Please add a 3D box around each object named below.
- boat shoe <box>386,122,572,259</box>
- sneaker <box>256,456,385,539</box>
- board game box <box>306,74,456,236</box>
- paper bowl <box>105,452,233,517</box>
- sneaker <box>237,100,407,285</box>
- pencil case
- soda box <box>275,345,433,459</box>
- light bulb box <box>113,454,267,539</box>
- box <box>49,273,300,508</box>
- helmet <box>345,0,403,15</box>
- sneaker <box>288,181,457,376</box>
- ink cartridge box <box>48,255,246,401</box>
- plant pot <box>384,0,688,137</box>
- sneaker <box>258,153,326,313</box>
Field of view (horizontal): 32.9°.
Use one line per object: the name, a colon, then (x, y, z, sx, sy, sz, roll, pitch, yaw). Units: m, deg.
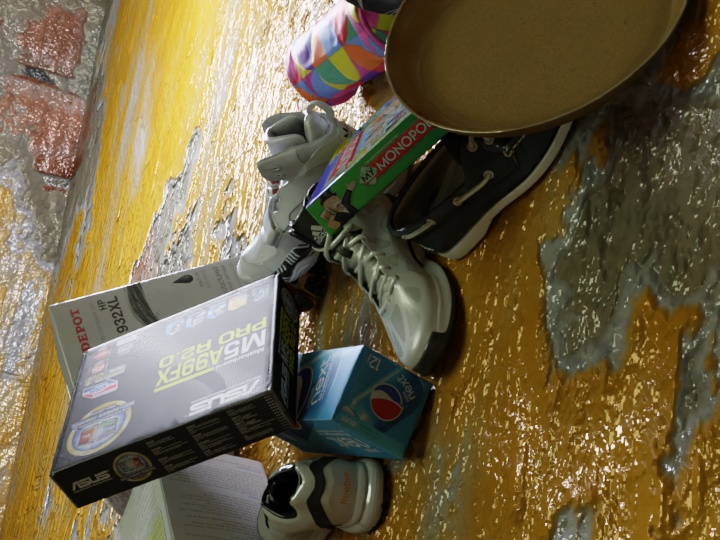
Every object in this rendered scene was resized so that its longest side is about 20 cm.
boat shoe: (0.085, -0.081, 0.866, 0.076, 0.060, 0.200, -98, 31, -44)
sneaker: (-0.053, 0.189, 1.015, 0.200, 0.080, 0.074, 139, 138, -57)
board game box: (0.027, -0.103, 0.903, 0.134, 0.029, 0.200, -41, 10, 14)
paper bowl: (-0.205, 0.162, 1.288, 0.104, 0.201, 0.201, -18, 48, 15)
sneaker: (-0.063, -0.069, 1.078, 0.200, 0.115, 0.075, -35, 32, 29)
pencil case: (0.000, -0.212, 1.131, 0.200, 0.088, 0.089, -14, 64, 64)
soda box: (-0.023, 0.108, 0.987, 0.200, 0.068, 0.064, -16, 46, 65)
light bulb box: (-0.159, 0.302, 1.140, 0.199, 0.124, 0.200, -67, 24, 19)
box: (-0.148, 0.096, 1.007, 0.199, 0.044, 0.160, -22, 31, 14)
helmet: (0.029, -0.296, 0.955, 0.200, 0.199, 0.191, -53, 47, 45)
sneaker: (0.000, 0.000, 0.950, 0.076, 0.115, 0.201, -62, 26, 30)
ink cartridge box: (-0.184, 0.084, 1.177, 0.084, 0.199, 0.145, 95, 154, -50)
plant pot: (0.111, -0.156, 0.764, 0.199, 0.028, 0.201, -16, 49, 20)
sneaker: (-0.071, -0.055, 1.209, 0.082, 0.078, 0.201, 168, 115, -67)
